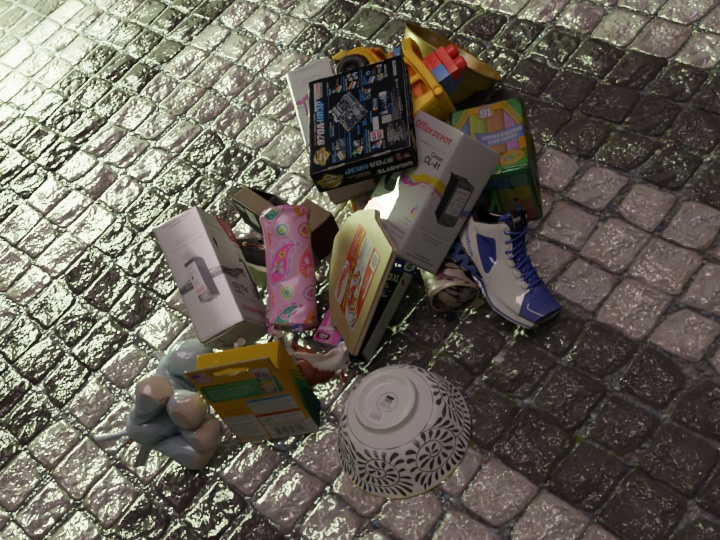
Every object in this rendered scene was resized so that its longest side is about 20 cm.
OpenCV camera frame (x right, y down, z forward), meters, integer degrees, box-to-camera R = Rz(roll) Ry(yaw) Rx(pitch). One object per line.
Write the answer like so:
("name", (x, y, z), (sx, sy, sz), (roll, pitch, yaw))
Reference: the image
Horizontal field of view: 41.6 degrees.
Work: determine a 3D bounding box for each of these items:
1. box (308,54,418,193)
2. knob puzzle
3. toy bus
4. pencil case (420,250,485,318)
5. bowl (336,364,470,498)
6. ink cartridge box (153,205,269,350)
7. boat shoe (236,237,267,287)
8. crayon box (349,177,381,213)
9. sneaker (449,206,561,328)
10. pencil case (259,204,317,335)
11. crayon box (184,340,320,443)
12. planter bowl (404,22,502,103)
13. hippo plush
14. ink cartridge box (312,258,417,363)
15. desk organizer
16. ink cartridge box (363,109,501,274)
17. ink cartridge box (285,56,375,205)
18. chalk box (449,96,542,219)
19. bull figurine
("box", (0.001, -0.224, 1.428), (0.157, 0.046, 0.202), (-14, 52, 14))
("knob puzzle", (0.000, 0.000, 1.412), (0.030, 0.221, 0.221), (9, 44, -23))
("toy bus", (0.075, -0.311, 1.556), (0.191, 0.136, 0.201), (-38, 64, 8))
("pencil case", (0.128, -0.025, 1.462), (0.078, 0.089, 0.202), (-39, 42, 28))
("bowl", (0.046, 0.201, 1.307), (0.198, 0.095, 0.203), (-12, 49, 14))
("ink cartridge box", (-0.226, 0.017, 1.478), (0.084, 0.146, 0.202), (-26, 76, 9))
("boat shoe", (-0.181, -0.020, 1.590), (0.199, 0.074, 0.063), (18, 62, 26))
("crayon box", (0.036, -0.161, 1.624), (0.124, 0.052, 0.201), (-20, 48, 7))
("sneaker", (0.212, -0.020, 1.357), (0.080, 0.116, 0.200), (-23, 62, -42))
("pencil case", (-0.113, 0.000, 1.481), (0.086, 0.087, 0.203), (-6, 82, 18))
("crayon box", (-0.147, 0.166, 1.333), (0.124, 0.201, 0.052), (-11, 50, 14))
("planter bowl", (0.145, -0.353, 1.677), (0.201, 0.199, 0.084), (49, 117, 41))
("hippo plush", (-0.268, 0.199, 1.436), (0.200, 0.159, 0.161), (-47, 11, 40))
("ink cartridge box", (0.012, 0.046, 1.484), (0.094, 0.037, 0.201), (12, 57, 30))
("desk organizer", (-0.127, -0.089, 1.623), (0.077, 0.072, 0.199), (-43, 50, -17))
("ink cartridge box", (0.098, -0.119, 1.406), (0.202, 0.085, 0.148), (-62, 32, 9))
("ink cartridge box", (-0.049, -0.233, 1.585), (0.084, 0.145, 0.201), (-20, 48, 6))
("chalk box", (0.215, -0.151, 1.493), (0.122, 0.125, 0.202), (-11, 51, 15))
("bull figurine", (-0.114, 0.141, 1.408), (0.198, 0.122, 0.066), (-18, 50, 18))
